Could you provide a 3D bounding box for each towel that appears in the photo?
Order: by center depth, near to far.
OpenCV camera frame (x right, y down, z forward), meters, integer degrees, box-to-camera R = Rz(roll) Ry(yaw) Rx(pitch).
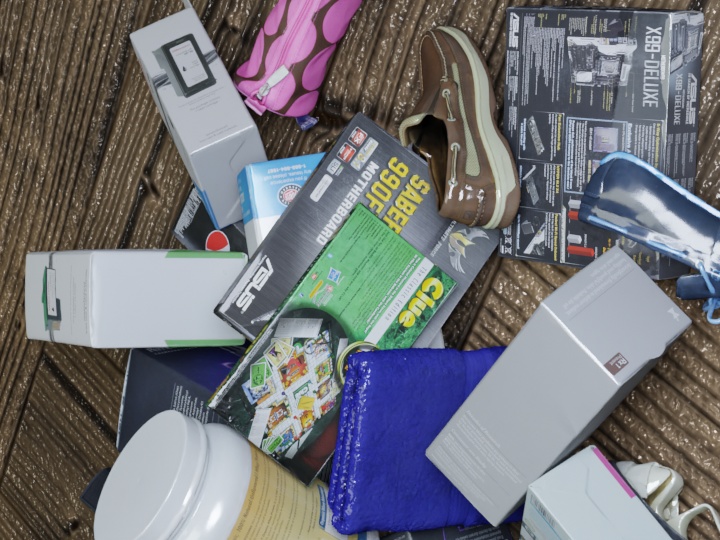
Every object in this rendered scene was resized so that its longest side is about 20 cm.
[{"bbox_3d":[0.063,0.132,1.398,0.049,0.198,0.150,16,102,53],"label":"towel"}]

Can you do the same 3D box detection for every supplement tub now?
[{"bbox_3d":[-0.098,0.212,1.401,0.144,0.199,0.146,-40,31,30],"label":"supplement tub"}]

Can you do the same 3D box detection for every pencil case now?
[{"bbox_3d":[-0.041,-0.230,1.526,0.090,0.094,0.201,33,119,15],"label":"pencil case"}]

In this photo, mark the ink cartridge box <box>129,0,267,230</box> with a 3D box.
[{"bbox_3d":[-0.148,-0.152,1.595,0.116,0.067,0.201,75,169,-55],"label":"ink cartridge box"}]

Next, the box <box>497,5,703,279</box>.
[{"bbox_3d":[0.183,-0.102,1.358,0.157,0.049,0.203,8,101,42],"label":"box"}]

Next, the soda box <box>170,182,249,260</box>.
[{"bbox_3d":[-0.085,-0.002,1.609,0.200,0.070,0.064,47,126,29],"label":"soda box"}]

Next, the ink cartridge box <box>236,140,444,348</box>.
[{"bbox_3d":[-0.017,0.003,1.486,0.084,0.143,0.203,162,99,-78],"label":"ink cartridge box"}]

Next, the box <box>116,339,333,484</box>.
[{"bbox_3d":[-0.103,0.141,1.591,0.199,0.147,0.106,24,111,38],"label":"box"}]

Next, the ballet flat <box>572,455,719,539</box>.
[{"bbox_3d":[0.235,0.194,1.340,0.200,0.072,0.074,48,124,36],"label":"ballet flat"}]

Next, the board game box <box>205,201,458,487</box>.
[{"bbox_3d":[-0.022,0.058,1.378,0.104,0.201,0.023,39,171,-6],"label":"board game box"}]

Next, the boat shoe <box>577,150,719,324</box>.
[{"bbox_3d":[0.247,-0.007,1.267,0.199,0.084,0.069,36,93,16],"label":"boat shoe"}]

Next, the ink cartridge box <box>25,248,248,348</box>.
[{"bbox_3d":[-0.204,0.023,1.565,0.199,0.144,0.086,-1,89,64],"label":"ink cartridge box"}]

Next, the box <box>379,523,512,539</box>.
[{"bbox_3d":[0.076,0.310,1.458,0.106,0.121,0.202,-30,74,42],"label":"box"}]

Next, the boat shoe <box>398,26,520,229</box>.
[{"bbox_3d":[0.068,-0.121,1.406,0.075,0.074,0.204,108,154,-45],"label":"boat shoe"}]

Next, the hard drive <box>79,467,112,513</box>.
[{"bbox_3d":[-0.139,0.218,1.590,0.134,0.198,0.043,28,104,48],"label":"hard drive"}]

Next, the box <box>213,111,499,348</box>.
[{"bbox_3d":[0.000,0.000,1.421,0.158,0.048,0.201,37,81,-6],"label":"box"}]

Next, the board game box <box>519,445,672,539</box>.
[{"bbox_3d":[0.186,0.237,1.311,0.148,0.064,0.201,52,163,23],"label":"board game box"}]

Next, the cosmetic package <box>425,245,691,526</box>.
[{"bbox_3d":[0.142,0.086,1.280,0.090,0.106,0.201,44,134,14],"label":"cosmetic package"}]
